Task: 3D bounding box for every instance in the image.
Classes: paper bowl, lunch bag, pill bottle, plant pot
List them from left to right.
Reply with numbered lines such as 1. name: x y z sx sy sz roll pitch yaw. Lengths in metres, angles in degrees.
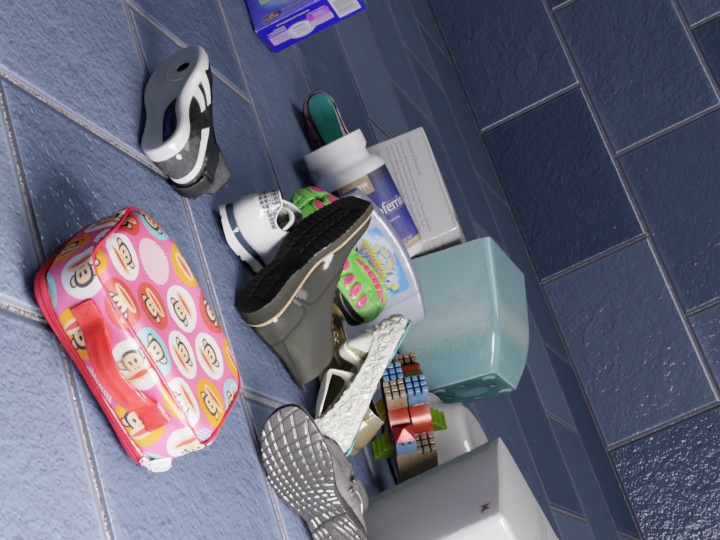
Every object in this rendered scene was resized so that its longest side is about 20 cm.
1. lunch bag: -0.182 0.059 1.103 0.201 0.081 0.176 62 15 -15
2. pill bottle: 0.001 -0.098 1.945 0.201 0.115 0.116 63 15 -6
3. paper bowl: 0.120 0.263 1.802 0.201 0.104 0.201 59 14 -25
4. plant pot: 0.156 0.095 2.050 0.196 0.195 0.202 40 37 -59

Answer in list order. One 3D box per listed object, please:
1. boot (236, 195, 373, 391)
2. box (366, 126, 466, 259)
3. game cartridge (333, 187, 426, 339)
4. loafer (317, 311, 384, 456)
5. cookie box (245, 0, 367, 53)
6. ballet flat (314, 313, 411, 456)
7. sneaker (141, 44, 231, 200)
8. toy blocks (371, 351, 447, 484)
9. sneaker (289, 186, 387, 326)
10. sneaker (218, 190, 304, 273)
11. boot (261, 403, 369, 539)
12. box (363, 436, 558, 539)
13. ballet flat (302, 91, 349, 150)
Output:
1. boot: -0.042 0.025 1.522 0.077 0.200 0.139 23 -29 49
2. box: 0.087 -0.085 2.137 0.199 0.130 0.201 59 12 -63
3. game cartridge: 0.000 0.000 1.744 0.201 0.133 0.041 61 7 -14
4. loafer: -0.014 0.128 1.612 0.076 0.067 0.201 44 25 -54
5. cookie box: -0.099 -0.468 2.084 0.075 0.170 0.201 46 24 -58
6. ballet flat: -0.004 0.119 1.520 0.072 0.071 0.201 53 51 -38
7. sneaker: -0.187 -0.154 1.476 0.201 0.073 0.112 -86 152 -47
8. toy blocks: 0.057 0.168 1.647 0.137 0.099 0.201 82 -3 -49
9. sneaker: -0.040 -0.016 1.667 0.076 0.084 0.201 -14 66 -31
10. sneaker: -0.093 -0.034 1.574 0.077 0.080 0.200 68 10 24
11. boot: -0.048 0.207 1.401 0.132 0.069 0.201 -92 162 -68
12. box: 0.105 0.327 1.449 0.172 0.198 0.200 60 14 -13
13. ballet flat: -0.038 -0.180 2.062 0.071 0.069 0.201 124 -56 -76
